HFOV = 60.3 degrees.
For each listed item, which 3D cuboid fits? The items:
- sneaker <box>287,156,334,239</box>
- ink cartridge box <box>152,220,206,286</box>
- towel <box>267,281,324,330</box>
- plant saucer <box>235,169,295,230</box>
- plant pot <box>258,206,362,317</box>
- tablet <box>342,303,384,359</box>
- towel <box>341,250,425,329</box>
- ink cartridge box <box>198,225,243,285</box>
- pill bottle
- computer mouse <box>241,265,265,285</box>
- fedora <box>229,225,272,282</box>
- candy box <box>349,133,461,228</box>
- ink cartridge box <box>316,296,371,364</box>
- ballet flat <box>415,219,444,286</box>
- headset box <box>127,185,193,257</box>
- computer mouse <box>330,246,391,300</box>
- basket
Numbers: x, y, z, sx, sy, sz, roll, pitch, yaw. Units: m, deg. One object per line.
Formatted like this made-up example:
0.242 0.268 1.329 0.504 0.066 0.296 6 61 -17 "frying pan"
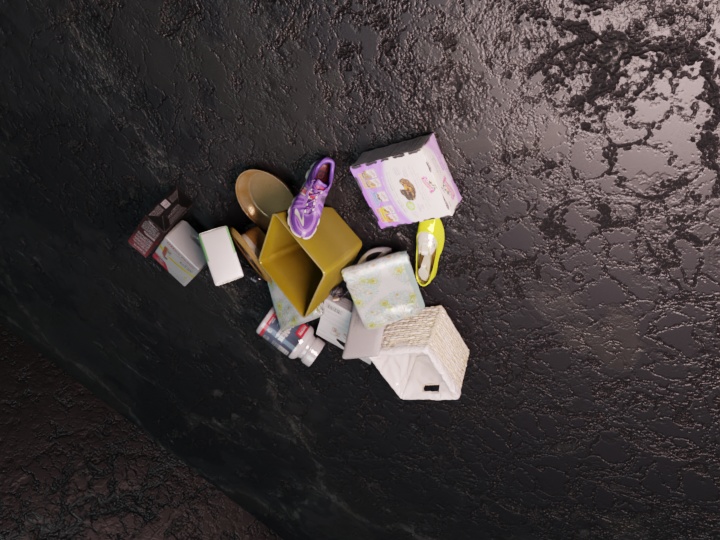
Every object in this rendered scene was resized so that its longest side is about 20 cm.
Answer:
-0.112 -0.174 1.436 0.079 0.204 0.083 19 169 -13 "sneaker"
-0.548 -0.050 1.915 0.145 0.084 0.199 45 148 -10 "ink cartridge box"
-0.188 0.066 1.756 0.198 0.048 0.175 -23 78 45 "towel"
-0.239 -0.187 1.636 0.197 0.036 0.203 19 138 18 "plant saucer"
-0.114 -0.044 1.554 0.200 0.175 0.201 48 143 16 "plant pot"
0.016 0.136 1.651 0.129 0.204 0.014 -12 147 41 "tablet"
0.061 0.052 1.539 0.168 0.049 0.202 -18 127 5 "towel"
-0.395 -0.044 1.743 0.200 0.083 0.149 -170 61 -75 "ink cartridge box"
-0.212 0.200 1.919 0.199 0.120 0.120 37 139 -3 "pill bottle"
-0.366 -0.022 1.880 0.198 0.059 0.034 35 99 7 "computer mouse"
-0.282 -0.060 1.718 0.201 0.081 0.201 49 168 14 "fedora"
0.101 -0.193 1.372 0.197 0.072 0.169 -6 124 39 "candy box"
-0.027 0.170 1.822 0.197 0.044 0.175 28 139 8 "ink cartridge box"
0.160 -0.043 1.475 0.066 0.067 0.203 16 135 17 "ballet flat"
-0.597 -0.139 1.839 0.075 0.149 0.199 43 138 -12 "headset box"
0.000 0.000 1.583 0.200 0.109 0.044 -45 78 15 "computer mouse"
0.163 0.222 1.641 0.196 0.162 0.201 -10 127 39 "basket"
